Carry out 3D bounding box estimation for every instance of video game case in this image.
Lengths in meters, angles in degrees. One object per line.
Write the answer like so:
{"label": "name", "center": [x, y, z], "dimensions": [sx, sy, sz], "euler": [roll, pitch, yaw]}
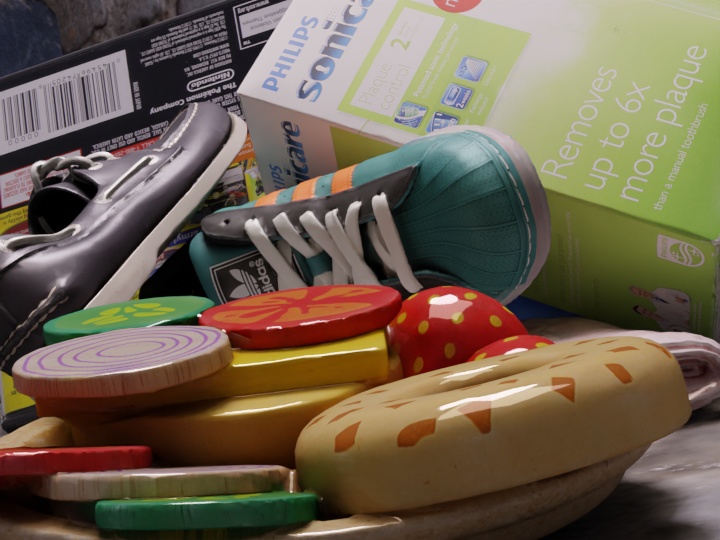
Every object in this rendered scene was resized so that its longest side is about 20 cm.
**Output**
{"label": "video game case", "center": [-0.075, -0.033, 0.869], "dimensions": [0.199, 0.181, 0.026], "euler": [-17, -28, 11]}

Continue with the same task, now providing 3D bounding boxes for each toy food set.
{"label": "toy food set", "center": [-0.016, 0.040, 0.529], "dimensions": [0.197, 0.049, 0.200], "euler": [-7, 10, 0]}

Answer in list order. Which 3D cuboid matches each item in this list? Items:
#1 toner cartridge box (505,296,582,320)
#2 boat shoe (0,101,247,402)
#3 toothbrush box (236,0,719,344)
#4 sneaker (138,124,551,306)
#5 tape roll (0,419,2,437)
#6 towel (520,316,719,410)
{"label": "toner cartridge box", "center": [0.140, 0.005, 0.857], "dimensions": [0.200, 0.043, 0.095], "euler": [-6, -10, 33]}
{"label": "boat shoe", "center": [-0.102, -0.027, 0.768], "dimensions": [0.073, 0.063, 0.200], "euler": [-46, 9, 33]}
{"label": "toothbrush box", "center": [0.074, -0.072, 0.781], "dimensions": [0.200, 0.146, 0.086], "euler": [19, -29, 21]}
{"label": "sneaker", "center": [-0.012, 0.000, 0.717], "dimensions": [0.080, 0.072, 0.200], "euler": [-22, 2, -34]}
{"label": "tape roll", "center": [-0.186, -0.017, 0.830], "dimensions": [0.037, 0.203, 0.203], "euler": [-9, 3, -14]}
{"label": "towel", "center": [0.014, 0.045, 0.728], "dimensions": [0.190, 0.032, 0.200], "euler": [-9, 4, -14]}
